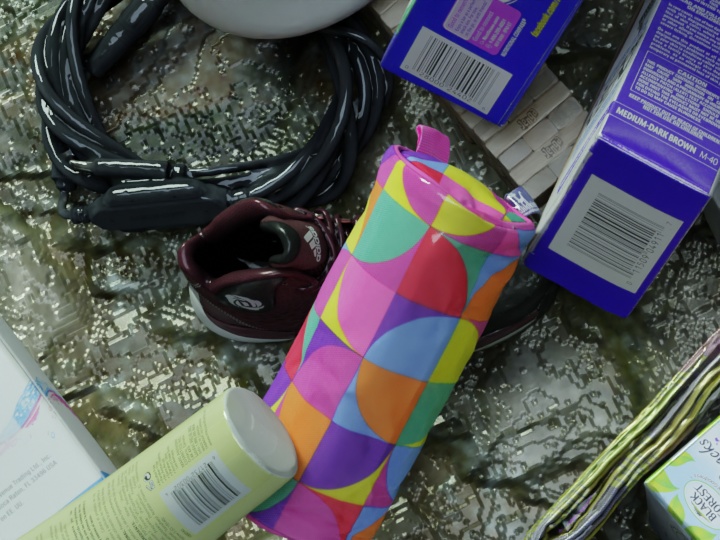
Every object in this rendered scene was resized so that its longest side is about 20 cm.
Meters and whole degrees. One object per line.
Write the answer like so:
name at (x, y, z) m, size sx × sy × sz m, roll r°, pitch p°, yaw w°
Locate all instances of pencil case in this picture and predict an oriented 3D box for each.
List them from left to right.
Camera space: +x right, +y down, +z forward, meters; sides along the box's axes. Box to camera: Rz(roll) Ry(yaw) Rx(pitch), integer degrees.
pencil case at (0.010, 0.037, 1.022) m, size 0.088 × 0.088 × 0.201 m, roll 31°, pitch 103°, yaw 15°

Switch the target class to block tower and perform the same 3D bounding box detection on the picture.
block tower at (0.076, -0.090, 1.124) m, size 0.054 × 0.058 × 0.200 m, roll -39°, pitch 72°, yaw -2°

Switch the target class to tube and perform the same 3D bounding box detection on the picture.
tube at (-0.117, 0.130, 1.011) m, size 0.200 × 0.052 × 0.058 m, roll -39°, pitch 32°, yaw 20°

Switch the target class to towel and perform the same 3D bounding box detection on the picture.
towel at (0.128, 0.085, 0.998) m, size 0.023 × 0.200 × 0.144 m, roll 42°, pitch 87°, yaw 9°

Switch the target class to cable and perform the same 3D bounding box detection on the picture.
cable at (-0.079, -0.103, 1.163) m, size 0.198 × 0.051 × 0.164 m, roll -7°, pitch 71°, yaw 11°

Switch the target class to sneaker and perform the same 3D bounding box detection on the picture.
sneaker at (0.000, 0.000, 1.083) m, size 0.198 × 0.116 × 0.076 m, roll -5°, pitch 76°, yaw 9°

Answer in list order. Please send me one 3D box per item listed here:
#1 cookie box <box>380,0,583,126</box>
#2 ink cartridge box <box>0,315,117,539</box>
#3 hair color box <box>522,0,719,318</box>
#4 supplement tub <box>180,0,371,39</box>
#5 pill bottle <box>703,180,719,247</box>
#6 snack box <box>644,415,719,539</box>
cookie box at (0.098, -0.201, 1.052) m, size 0.075 × 0.171 × 0.201 m, roll 27°, pitch 57°, yaw -3°
ink cartridge box at (-0.210, 0.114, 1.110) m, size 0.144 × 0.085 × 0.200 m, roll -39°, pitch 75°, yaw -1°
hair color box at (0.152, -0.089, 1.037) m, size 0.065 × 0.110 × 0.201 m, roll 28°, pitch 54°, yaw 1°
supplement tub at (-0.064, -0.234, 1.114) m, size 0.145 × 0.146 × 0.201 m, roll -30°, pitch 52°, yaw 2°
pill bottle at (0.270, -0.058, 1.052) m, size 0.199 × 0.112 × 0.113 m, roll -29°, pitch 74°, yaw 1°
snack box at (0.199, 0.080, 0.986) m, size 0.142 × 0.200 × 0.053 m, roll -42°, pitch 75°, yaw -2°
